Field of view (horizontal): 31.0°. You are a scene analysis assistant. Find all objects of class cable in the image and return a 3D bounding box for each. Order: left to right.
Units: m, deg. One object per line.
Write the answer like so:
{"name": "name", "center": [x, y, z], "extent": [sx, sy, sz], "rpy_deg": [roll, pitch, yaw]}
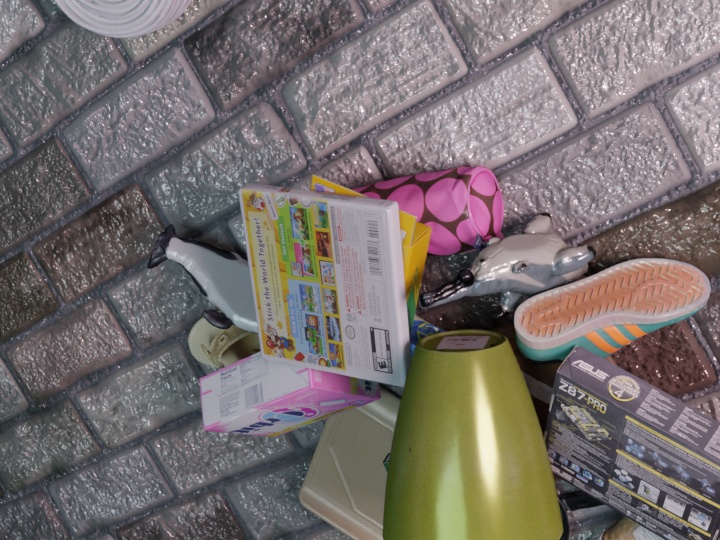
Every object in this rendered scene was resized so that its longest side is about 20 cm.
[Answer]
{"name": "cable", "center": [-0.268, -0.359, 1.430], "extent": [0.198, 0.069, 0.202], "rpy_deg": [11, 117, 25]}

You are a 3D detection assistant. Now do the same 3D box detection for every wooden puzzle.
{"name": "wooden puzzle", "center": [0.031, 0.244, 1.562], "extent": [0.184, 0.037, 0.202], "rpy_deg": [30, 119, 15]}

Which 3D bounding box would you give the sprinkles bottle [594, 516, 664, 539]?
{"name": "sprinkles bottle", "center": [0.327, 0.265, 1.382], "extent": [0.068, 0.068, 0.200], "rpy_deg": [42, 125, 6]}

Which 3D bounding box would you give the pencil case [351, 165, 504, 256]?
{"name": "pencil case", "center": [0.054, -0.051, 1.385], "extent": [0.198, 0.091, 0.094], "rpy_deg": [-5, 137, 33]}

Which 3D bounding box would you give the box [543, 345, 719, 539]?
{"name": "box", "center": [0.277, 0.183, 1.281], "extent": [0.199, 0.049, 0.162], "rpy_deg": [29, 144, 25]}

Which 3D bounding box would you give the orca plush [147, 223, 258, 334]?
{"name": "orca plush", "center": [-0.163, 0.029, 1.548], "extent": [0.198, 0.106, 0.071], "rpy_deg": [19, 154, 10]}

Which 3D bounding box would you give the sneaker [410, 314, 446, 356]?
{"name": "sneaker", "center": [0.098, 0.088, 1.437], "extent": [0.105, 0.076, 0.201], "rpy_deg": [-32, 102, 23]}

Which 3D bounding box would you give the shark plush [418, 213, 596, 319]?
{"name": "shark plush", "center": [0.155, 0.015, 1.294], "extent": [0.091, 0.199, 0.084], "rpy_deg": [33, 130, 39]}

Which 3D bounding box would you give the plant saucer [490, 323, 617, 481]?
{"name": "plant saucer", "center": [0.187, 0.149, 1.392], "extent": [0.197, 0.030, 0.202], "rpy_deg": [3, 116, 6]}

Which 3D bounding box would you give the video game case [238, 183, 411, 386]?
{"name": "video game case", "center": [-0.036, 0.014, 1.340], "extent": [0.180, 0.023, 0.202], "rpy_deg": [9, 119, 28]}

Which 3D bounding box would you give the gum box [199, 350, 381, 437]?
{"name": "gum box", "center": [-0.088, 0.139, 1.514], "extent": [0.199, 0.113, 0.067], "rpy_deg": [-24, 63, 38]}

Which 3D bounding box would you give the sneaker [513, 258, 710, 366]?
{"name": "sneaker", "center": [0.253, 0.046, 1.308], "extent": [0.198, 0.072, 0.080], "rpy_deg": [-14, 147, 4]}

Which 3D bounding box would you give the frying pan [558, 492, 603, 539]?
{"name": "frying pan", "center": [0.207, 0.259, 1.468], "extent": [0.115, 0.031, 0.190], "rpy_deg": [41, 122, 4]}

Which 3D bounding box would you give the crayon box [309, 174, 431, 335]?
{"name": "crayon box", "center": [0.000, 0.000, 1.357], "extent": [0.125, 0.052, 0.202], "rpy_deg": [23, 124, 20]}

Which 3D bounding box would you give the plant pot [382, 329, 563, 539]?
{"name": "plant pot", "center": [0.107, 0.168, 1.312], "extent": [0.185, 0.187, 0.203], "rpy_deg": [1, 102, 29]}

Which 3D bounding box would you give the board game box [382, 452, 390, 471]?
{"name": "board game box", "center": [0.110, 0.292, 1.500], "extent": [0.104, 0.023, 0.202], "rpy_deg": [-12, 113, 34]}

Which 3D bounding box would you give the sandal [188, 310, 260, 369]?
{"name": "sandal", "center": [-0.143, 0.094, 1.566], "extent": [0.210, 0.070, 0.078], "rpy_deg": [-5, 110, 31]}
